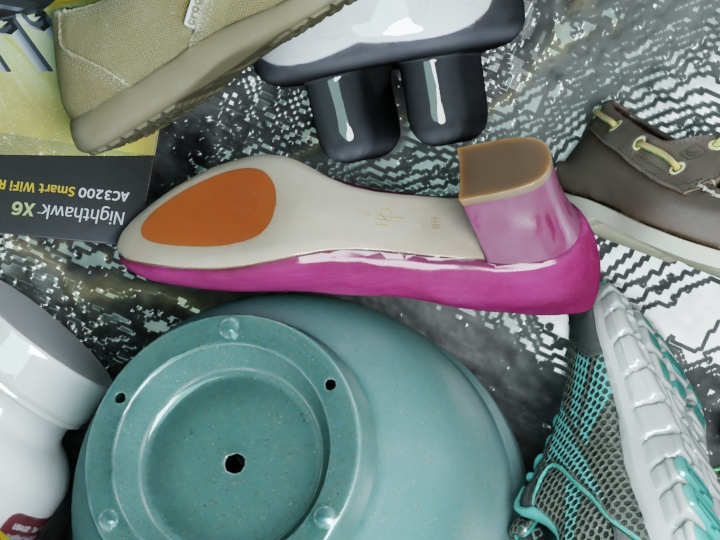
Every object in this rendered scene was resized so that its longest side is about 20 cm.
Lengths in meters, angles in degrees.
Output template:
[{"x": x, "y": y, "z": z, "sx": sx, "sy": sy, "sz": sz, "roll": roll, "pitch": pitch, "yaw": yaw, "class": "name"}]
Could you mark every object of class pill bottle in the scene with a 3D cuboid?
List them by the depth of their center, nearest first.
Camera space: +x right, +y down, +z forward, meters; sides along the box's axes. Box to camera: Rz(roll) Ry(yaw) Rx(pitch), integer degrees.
[{"x": -0.202, "y": 0.103, "z": 1.123, "sx": 0.113, "sy": 0.113, "sz": 0.200, "roll": 39, "pitch": 95, "yaw": 2, "class": "pill bottle"}]

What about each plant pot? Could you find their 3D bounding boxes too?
[{"x": -0.038, "y": 0.093, "z": 1.064, "sx": 0.199, "sy": 0.134, "sz": 0.201, "roll": -6, "pitch": 69, "yaw": 15, "class": "plant pot"}]

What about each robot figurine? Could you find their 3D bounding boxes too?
[{"x": 0.004, "y": -0.150, "z": 1.091, "sx": 0.150, "sy": 0.125, "sz": 0.201, "roll": -12, "pitch": 92, "yaw": -24, "class": "robot figurine"}]

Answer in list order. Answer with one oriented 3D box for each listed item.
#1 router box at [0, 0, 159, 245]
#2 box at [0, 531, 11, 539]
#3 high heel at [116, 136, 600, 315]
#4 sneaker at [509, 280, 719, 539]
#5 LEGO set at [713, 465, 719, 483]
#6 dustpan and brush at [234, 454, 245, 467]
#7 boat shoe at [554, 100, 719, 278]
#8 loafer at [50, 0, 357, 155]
[{"x": -0.179, "y": -0.100, "z": 1.061, "sx": 0.199, "sy": 0.052, "sz": 0.158, "roll": 5, "pitch": 109, "yaw": -19, "class": "router box"}, {"x": -0.112, "y": 0.221, "z": 1.063, "sx": 0.200, "sy": 0.049, "sz": 0.160, "roll": 35, "pitch": 138, "yaw": 23, "class": "box"}, {"x": 0.000, "y": 0.000, "z": 1.074, "sx": 0.199, "sy": 0.096, "sz": 0.068, "roll": -5, "pitch": 48, "yaw": 19, "class": "high heel"}, {"x": 0.099, "y": 0.082, "z": 1.066, "sx": 0.091, "sy": 0.200, "sz": 0.078, "roll": -30, "pitch": 120, "yaw": 15, "class": "sneaker"}, {"x": 0.191, "y": 0.157, "z": 1.091, "sx": 0.153, "sy": 0.116, "sz": 0.201, "roll": -8, "pitch": 92, "yaw": 5, "class": "LEGO set"}, {"x": 0.004, "y": 0.139, "z": 1.130, "sx": 0.139, "sy": 0.057, "sz": 0.200, "roll": -40, "pitch": 58, "yaw": -9, "class": "dustpan and brush"}, {"x": 0.144, "y": -0.030, "z": 1.055, "sx": 0.072, "sy": 0.200, "sz": 0.060, "roll": 20, "pitch": 91, "yaw": -26, "class": "boat shoe"}, {"x": -0.046, "y": -0.119, "z": 1.001, "sx": 0.200, "sy": 0.076, "sz": 0.068, "roll": -32, "pitch": 93, "yaw": 16, "class": "loafer"}]
